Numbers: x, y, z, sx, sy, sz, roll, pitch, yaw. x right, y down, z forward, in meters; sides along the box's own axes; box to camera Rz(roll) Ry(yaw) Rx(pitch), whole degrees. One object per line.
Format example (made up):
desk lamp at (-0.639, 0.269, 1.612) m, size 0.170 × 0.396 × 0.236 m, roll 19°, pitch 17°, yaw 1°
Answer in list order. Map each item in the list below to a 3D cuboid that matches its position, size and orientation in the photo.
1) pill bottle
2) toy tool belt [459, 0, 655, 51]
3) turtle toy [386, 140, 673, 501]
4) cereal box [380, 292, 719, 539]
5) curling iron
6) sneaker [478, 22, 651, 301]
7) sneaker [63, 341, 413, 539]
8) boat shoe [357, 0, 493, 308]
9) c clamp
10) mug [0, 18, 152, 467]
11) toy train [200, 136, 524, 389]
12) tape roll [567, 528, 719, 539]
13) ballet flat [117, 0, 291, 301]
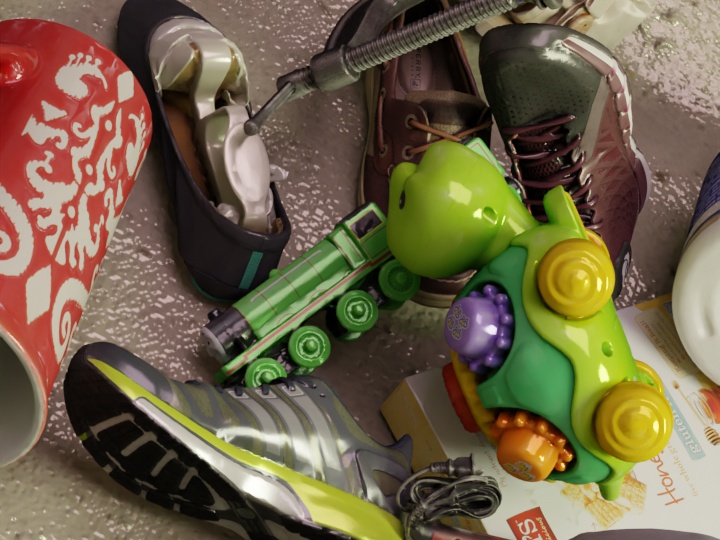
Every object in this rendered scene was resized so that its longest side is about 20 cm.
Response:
pill bottle at (0.248, -0.021, 1.428) m, size 0.120 × 0.120 × 0.200 m, roll 34°, pitch 31°, yaw -4°
toy tool belt at (0.079, -0.210, 1.485) m, size 0.123 × 0.125 × 0.200 m, roll -8°, pitch 62°, yaw -41°
turtle toy at (0.084, 0.025, 1.262) m, size 0.101 × 0.146 × 0.200 m, roll -22°, pitch 92°, yaw 6°
cereal box at (0.126, 0.100, 1.353) m, size 0.200 × 0.040 × 0.144 m, roll -16°, pitch 68°, yaw -35°
curling iron at (0.106, 0.143, 1.263) m, size 0.200 × 0.050 × 0.026 m, roll 25°, pitch 26°, yaw -24°
sneaker at (0.114, -0.042, 1.368) m, size 0.200 × 0.075 × 0.116 m, roll 51°, pitch 42°, yaw -53°
sneaker at (-0.056, 0.082, 1.235) m, size 0.200 × 0.074 × 0.081 m, roll 32°, pitch 56°, yaw -25°
boat shoe at (0.039, -0.075, 1.395) m, size 0.072 × 0.072 × 0.200 m, roll 5°, pitch 55°, yaw -9°
c clamp at (0.044, -0.136, 1.340) m, size 0.027 × 0.200 × 0.171 m, roll 61°, pitch 20°, yaw -18°
mug at (-0.174, -0.032, 1.201) m, size 0.133 × 0.178 × 0.200 m, roll 25°, pitch 46°, yaw -3°
toy train at (0.000, 0.000, 1.311) m, size 0.200 × 0.042 × 0.056 m, roll -36°, pitch 88°, yaw -17°
tape roll at (0.155, 0.213, 1.188) m, size 0.200 × 0.200 × 0.066 m, roll 34°, pitch 48°, yaw -4°
ballet flat at (-0.079, -0.081, 1.347) m, size 0.073 × 0.073 × 0.200 m, roll -1°, pitch 60°, yaw -29°
